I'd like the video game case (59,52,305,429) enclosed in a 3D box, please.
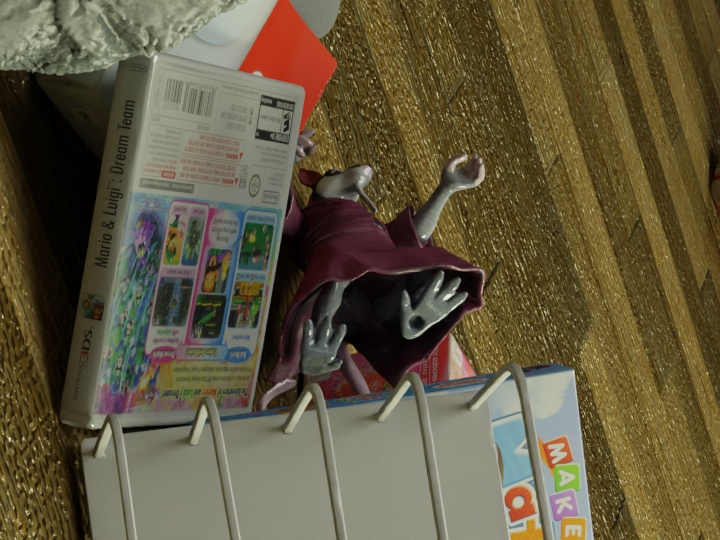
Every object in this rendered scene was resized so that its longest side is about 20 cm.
[{"bbox_3d":[-0.086,-0.013,1.472,0.200,0.024,0.182,5,96,-70],"label":"video game case"}]

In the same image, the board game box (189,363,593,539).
[{"bbox_3d":[0.021,0.137,1.503,0.037,0.200,0.151,-173,-105,-72],"label":"board game box"}]

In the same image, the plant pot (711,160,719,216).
[{"bbox_3d":[0.442,-0.046,2.844,0.177,0.200,0.200,52,30,-31],"label":"plant pot"}]

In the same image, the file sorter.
[{"bbox_3d":[-0.020,0.124,1.346,0.125,0.200,0.139,119,-37,-74],"label":"file sorter"}]

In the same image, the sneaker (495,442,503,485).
[{"bbox_3d":[-0.017,0.151,1.437,0.108,0.200,0.070,31,-3,-16],"label":"sneaker"}]

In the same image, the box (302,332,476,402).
[{"bbox_3d":[0.025,0.150,1.660,0.103,0.095,0.200,57,27,-46],"label":"box"}]

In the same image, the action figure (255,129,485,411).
[{"bbox_3d":[0.000,0.000,1.681,0.200,0.134,0.149,-121,-134,-64],"label":"action figure"}]

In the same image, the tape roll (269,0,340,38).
[{"bbox_3d":[-0.078,-0.221,1.661,0.200,0.066,0.200,-12,90,-71],"label":"tape roll"}]

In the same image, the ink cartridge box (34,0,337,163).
[{"bbox_3d":[-0.072,-0.103,1.532,0.160,0.047,0.200,-63,142,-22],"label":"ink cartridge box"}]

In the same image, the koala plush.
[{"bbox_3d":[-0.145,-0.203,1.374,0.177,0.184,0.200,44,15,-38],"label":"koala plush"}]
